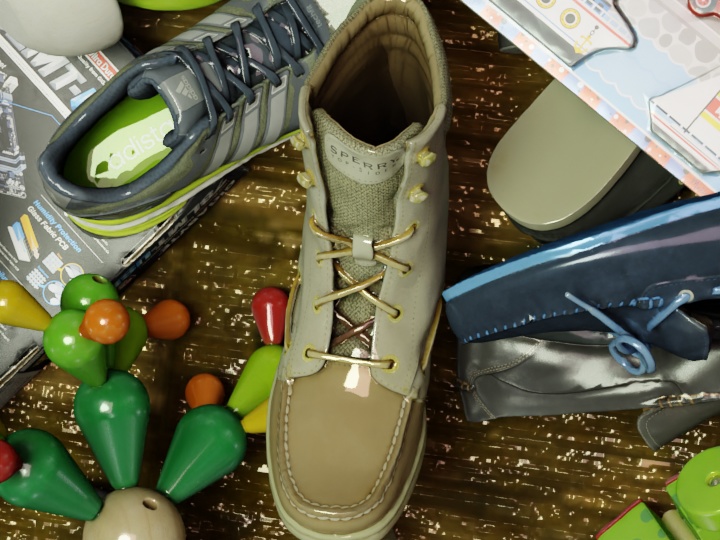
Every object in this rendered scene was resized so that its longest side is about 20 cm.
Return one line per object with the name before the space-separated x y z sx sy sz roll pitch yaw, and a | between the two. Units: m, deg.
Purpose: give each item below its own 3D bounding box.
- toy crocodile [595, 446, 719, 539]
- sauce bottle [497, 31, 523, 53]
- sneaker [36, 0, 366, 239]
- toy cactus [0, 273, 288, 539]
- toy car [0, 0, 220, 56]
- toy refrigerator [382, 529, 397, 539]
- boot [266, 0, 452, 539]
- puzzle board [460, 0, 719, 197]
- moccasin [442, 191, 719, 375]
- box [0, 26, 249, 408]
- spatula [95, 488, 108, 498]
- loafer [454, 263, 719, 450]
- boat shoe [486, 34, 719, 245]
toy crocodile | 0.138 0.129 0.872 0.200 0.062 0.068 -36 127 6
sauce bottle | 0.076 -0.200 0.874 0.065 0.065 0.200 -2 90 8
sneaker | -0.057 -0.080 0.838 0.200 0.081 0.074 -38 88 7
toy cactus | -0.097 0.081 0.847 0.102 0.200 0.165 -11 86 40
toy car | -0.116 -0.209 0.839 0.175 0.150 0.200 -39 85 -20
toy refrigerator | -0.069 0.187 0.893 0.200 0.070 0.076 -24 87 8
boot | 0.000 0.000 0.801 0.072 0.155 0.200 8 56 5
puzzle board | 0.138 -0.136 0.824 0.200 0.017 0.151 41 95 7
moccasin | 0.133 0.007 0.790 0.200 0.080 0.068 -16 92 18
box | -0.192 -0.054 0.920 0.198 0.050 0.200 -44 86 4
spatula | -0.204 0.101 0.923 0.200 0.057 0.021 6 95 5
loafer | 0.139 0.045 0.868 0.200 0.073 0.072 8 100 17
boat shoe | 0.146 -0.087 0.868 0.201 0.063 0.074 -43 63 6
